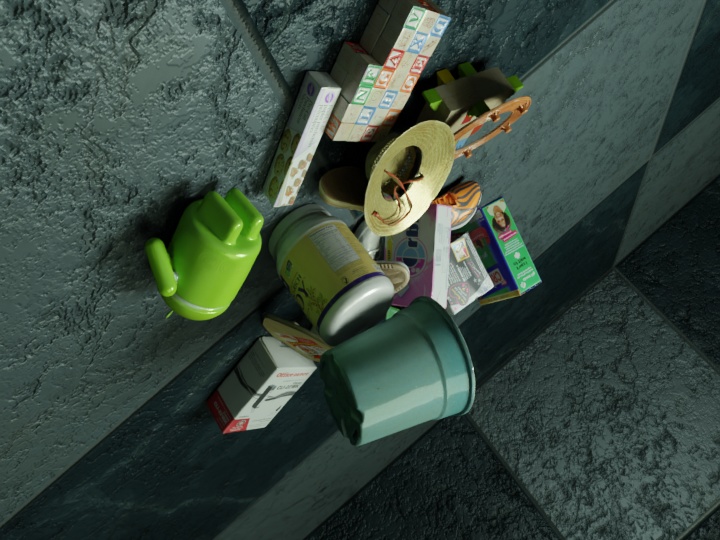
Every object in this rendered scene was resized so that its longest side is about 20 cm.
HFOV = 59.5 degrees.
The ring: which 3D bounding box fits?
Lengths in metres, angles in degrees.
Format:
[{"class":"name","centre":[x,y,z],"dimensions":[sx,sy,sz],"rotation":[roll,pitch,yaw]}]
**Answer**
[{"class":"ring","centre":[0.203,-0.229,1.067],"dimensions":[0.196,0.020,0.200],"rotation":[-28,175,-3]}]

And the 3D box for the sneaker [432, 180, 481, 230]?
[{"class":"sneaker","centre":[0.165,-0.125,1.284],"dimensions":[0.199,0.078,0.112],"rotation":[-40,156,-2]}]

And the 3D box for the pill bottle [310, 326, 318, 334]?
[{"class":"pill bottle","centre":[-0.024,0.193,1.368],"dimensions":[0.112,0.202,0.115],"rotation":[-29,158,-13]}]

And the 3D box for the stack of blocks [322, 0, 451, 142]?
[{"class":"stack of blocks","centre":[0.026,-0.279,0.866],"dimensions":[0.113,0.059,0.202],"rotation":[-10,141,-47]}]

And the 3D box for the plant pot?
[{"class":"plant pot","centre":[0.048,0.169,1.001],"dimensions":[0.192,0.203,0.203],"rotation":[-19,148,-24]}]

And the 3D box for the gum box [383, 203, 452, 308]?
[{"class":"gum box","centre":[0.107,-0.034,1.198],"dimensions":[0.065,0.111,0.207],"rotation":[0,94,-55]}]

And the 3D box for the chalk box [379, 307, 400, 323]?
[{"class":"chalk box","centre":[0.068,0.158,1.259],"dimensions":[0.195,0.127,0.125],"rotation":[20,154,-18]}]

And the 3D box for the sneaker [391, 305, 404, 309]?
[{"class":"sneaker","centre":[0.080,0.058,1.330],"dimensions":[0.074,0.196,0.082],"rotation":[-59,176,-24]}]

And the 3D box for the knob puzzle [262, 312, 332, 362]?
[{"class":"knob puzzle","centre":[-0.107,0.128,1.220],"dimensions":[0.031,0.214,0.221],"rotation":[-63,160,-19]}]

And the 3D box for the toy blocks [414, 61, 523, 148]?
[{"class":"toy blocks","centre":[0.166,-0.262,1.074],"dimensions":[0.197,0.101,0.137],"rotation":[-26,163,-29]}]

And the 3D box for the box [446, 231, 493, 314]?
[{"class":"box","centre":[0.170,0.008,1.342],"dimensions":[0.113,0.135,0.199],"rotation":[-31,-172,-15]}]

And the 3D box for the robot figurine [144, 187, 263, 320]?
[{"class":"robot figurine","centre":[-0.212,-0.015,0.882],"dimensions":[0.174,0.116,0.202],"rotation":[-24,152,-56]}]

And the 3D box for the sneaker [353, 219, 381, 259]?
[{"class":"sneaker","centre":[0.027,-0.004,1.240],"dimensions":[0.072,0.116,0.203],"rotation":[-20,147,-31]}]

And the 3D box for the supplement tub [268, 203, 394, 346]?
[{"class":"supplement tub","centre":[-0.052,0.005,1.040],"dimensions":[0.143,0.201,0.147],"rotation":[-31,153,-18]}]

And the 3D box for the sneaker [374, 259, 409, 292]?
[{"class":"sneaker","centre":[0.000,0.000,1.165],"dimensions":[0.194,0.109,0.072],"rotation":[-13,118,18]}]

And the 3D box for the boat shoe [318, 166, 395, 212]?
[{"class":"boat shoe","centre":[0.000,-0.126,1.058],"dimensions":[0.197,0.073,0.064],"rotation":[-6,161,-45]}]

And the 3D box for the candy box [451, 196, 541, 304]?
[{"class":"candy box","centre":[0.289,-0.038,1.395],"dimensions":[0.076,0.204,0.169],"rotation":[-26,179,-23]}]

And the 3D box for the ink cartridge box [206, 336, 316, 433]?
[{"class":"ink cartridge box","centre":[-0.207,0.240,1.332],"dimensions":[0.201,0.084,0.143],"rotation":[-50,153,17]}]

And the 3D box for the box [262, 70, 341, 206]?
[{"class":"box","centre":[-0.087,-0.180,0.888],"dimensions":[0.038,0.042,0.202],"rotation":[-14,144,-43]}]

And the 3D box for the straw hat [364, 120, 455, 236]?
[{"class":"straw hat","centre":[0.053,-0.163,0.998],"dimensions":[0.198,0.085,0.204],"rotation":[-29,143,-24]}]
